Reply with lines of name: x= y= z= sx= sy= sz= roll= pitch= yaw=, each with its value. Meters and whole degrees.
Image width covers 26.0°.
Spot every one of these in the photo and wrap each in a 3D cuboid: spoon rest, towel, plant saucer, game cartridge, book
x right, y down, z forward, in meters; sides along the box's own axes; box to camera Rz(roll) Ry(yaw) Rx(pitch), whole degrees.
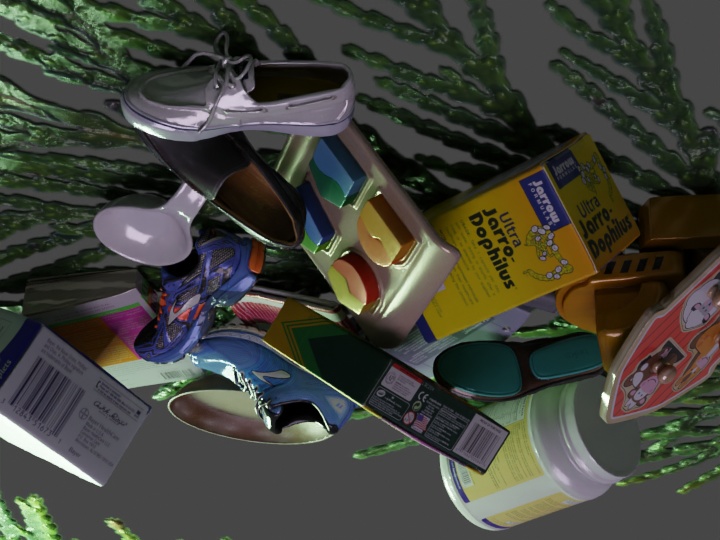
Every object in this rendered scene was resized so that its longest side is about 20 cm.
spoon rest: x=-0.188 y=-0.058 z=1.492 sx=0.099 sy=0.061 sz=0.200 roll=27 pitch=139 yaw=-20
towel: x=-0.054 y=0.080 z=1.694 sx=0.144 sy=0.023 sz=0.200 roll=10 pitch=152 yaw=26
plant saucer: x=-0.125 y=0.161 z=1.834 sx=0.200 sy=0.032 sz=0.200 roll=7 pitch=157 yaw=3
game cartridge: x=0.083 y=0.057 z=1.678 sx=0.133 sy=0.041 sz=0.200 roll=27 pitch=140 yaw=-27
book: x=-0.266 y=0.071 z=1.719 sx=0.133 sy=0.048 sz=0.200 roll=-9 pitch=147 yaw=14

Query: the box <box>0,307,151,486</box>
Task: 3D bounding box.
box: x=-0.360 y=0.123 z=1.667 sx=0.200 sy=0.105 sz=0.184 roll=14 pitch=157 yaw=44

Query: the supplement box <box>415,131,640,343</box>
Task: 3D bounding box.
supplement box: x=0.134 y=-0.028 z=1.433 sx=0.200 sy=0.109 sz=0.110 roll=-25 pitch=95 yaw=37

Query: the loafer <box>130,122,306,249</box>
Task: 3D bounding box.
loafer: x=-0.122 y=-0.093 z=1.387 sx=0.200 sy=0.072 sz=0.073 roll=37 pitch=96 yaw=-19

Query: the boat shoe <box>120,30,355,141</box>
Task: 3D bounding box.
boat shoe: x=-0.102 y=-0.158 z=1.321 sx=0.201 sy=0.075 sz=0.086 roll=3 pitch=148 yaw=-5

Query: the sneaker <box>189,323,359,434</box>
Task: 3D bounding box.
sneaker: x=-0.098 y=0.122 z=1.682 sx=0.200 sy=0.089 sz=0.079 roll=17 pitch=154 yaw=18

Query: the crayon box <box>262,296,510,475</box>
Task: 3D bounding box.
crayon box: x=0.026 y=0.114 z=1.550 sx=0.200 sy=0.058 sz=0.172 roll=34 pitch=178 yaw=-43

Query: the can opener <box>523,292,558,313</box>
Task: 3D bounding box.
can opener: x=0.187 y=0.026 z=1.604 sx=0.200 sy=0.053 sz=0.067 roll=15 pitch=145 yaw=-16

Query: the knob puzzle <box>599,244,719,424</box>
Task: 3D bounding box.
knob puzzle: x=0.308 y=0.078 z=1.479 sx=0.219 sy=0.030 sz=0.220 roll=-27 pitch=145 yaw=-22

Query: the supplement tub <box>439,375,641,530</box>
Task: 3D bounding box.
supplement tub: x=0.207 y=0.208 z=1.802 sx=0.145 sy=0.146 sz=0.200 roll=30 pitch=139 yaw=-35

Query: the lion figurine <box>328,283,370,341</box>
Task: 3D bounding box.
lion figurine: x=0.000 y=0.000 z=1.558 sx=0.122 sy=0.072 sz=0.200 roll=45 pitch=150 yaw=4

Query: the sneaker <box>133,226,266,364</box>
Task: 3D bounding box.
sneaker: x=-0.179 y=0.020 z=1.609 sx=0.078 sy=0.075 sz=0.200 roll=32 pitch=122 yaw=-20

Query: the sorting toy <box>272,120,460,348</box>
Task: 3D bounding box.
sorting toy: x=-0.010 y=-0.039 z=1.427 sx=0.036 sy=0.200 sz=0.185 roll=-31 pitch=164 yaw=-33

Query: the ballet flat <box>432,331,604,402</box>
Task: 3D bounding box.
ballet flat: x=0.169 y=0.109 z=1.674 sx=0.199 sy=0.068 sz=0.068 roll=-4 pitch=162 yaw=-13

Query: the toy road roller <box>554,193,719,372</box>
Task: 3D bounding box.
toy road roller: x=0.287 y=0.018 z=1.498 sx=0.199 sy=0.146 sz=0.123 roll=-5 pitch=147 yaw=12
